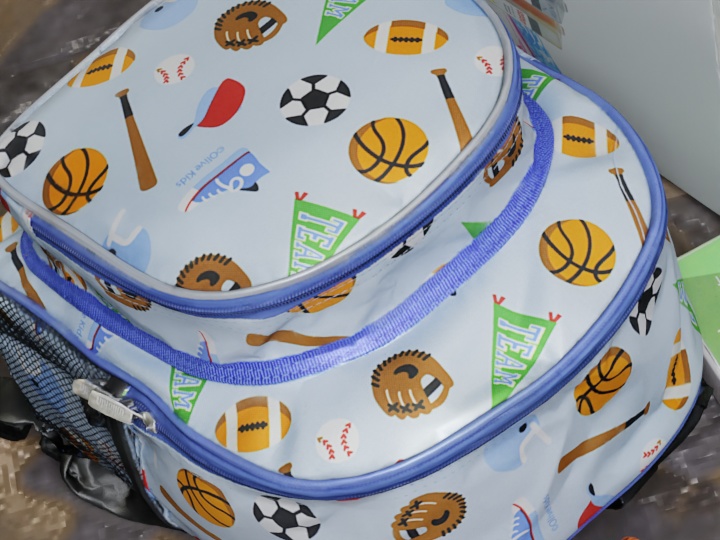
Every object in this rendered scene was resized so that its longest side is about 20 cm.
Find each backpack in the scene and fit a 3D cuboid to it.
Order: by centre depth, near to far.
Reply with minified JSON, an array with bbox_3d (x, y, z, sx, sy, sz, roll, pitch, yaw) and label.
[{"bbox_3d":[0.000,0.000,0.829,0.200,0.154,0.190,-45,57,-13],"label":"backpack"}]

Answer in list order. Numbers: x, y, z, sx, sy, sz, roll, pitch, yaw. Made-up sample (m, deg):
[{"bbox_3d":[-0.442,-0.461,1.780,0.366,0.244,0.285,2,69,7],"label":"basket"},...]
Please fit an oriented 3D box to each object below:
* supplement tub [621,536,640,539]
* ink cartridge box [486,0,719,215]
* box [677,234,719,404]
[{"bbox_3d":[0.020,0.166,0.756,0.200,0.123,0.123,-35,60,-8],"label":"supplement tub"},{"bbox_3d":[0.088,-0.145,0.899,0.200,0.145,0.145,37,73,27],"label":"ink cartridge box"},{"bbox_3d":[0.206,0.014,0.849,0.199,0.036,0.145,-27,59,-4],"label":"box"}]
